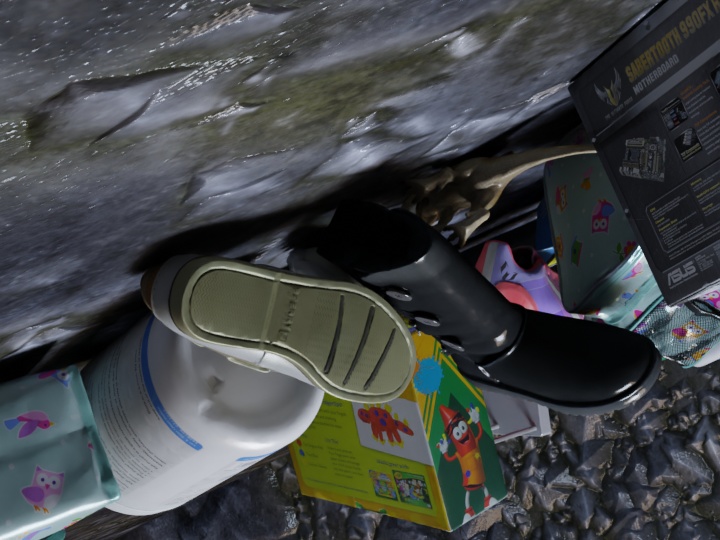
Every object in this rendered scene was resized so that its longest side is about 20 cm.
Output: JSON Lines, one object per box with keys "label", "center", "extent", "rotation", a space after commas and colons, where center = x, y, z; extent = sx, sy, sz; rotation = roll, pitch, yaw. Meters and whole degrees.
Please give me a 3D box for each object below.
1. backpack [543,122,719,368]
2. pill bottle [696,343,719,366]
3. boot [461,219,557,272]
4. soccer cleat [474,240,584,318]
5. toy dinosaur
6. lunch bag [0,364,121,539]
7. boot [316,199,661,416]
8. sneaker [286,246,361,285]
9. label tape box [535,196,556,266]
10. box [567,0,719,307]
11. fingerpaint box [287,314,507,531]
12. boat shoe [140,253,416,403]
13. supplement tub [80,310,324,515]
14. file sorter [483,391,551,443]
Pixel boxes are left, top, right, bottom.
{"label": "backpack", "center": [0.230, -0.048, 1.106], "extent": [0.153, 0.176, 0.200], "rotation": [18, 143, -30]}
{"label": "pill bottle", "center": [0.333, -0.013, 1.543], "extent": [0.104, 0.200, 0.104], "rotation": [-24, 172, -4]}
{"label": "boot", "center": [0.195, 0.022, 1.473], "extent": [0.200, 0.165, 0.066], "rotation": [-23, 156, -5]}
{"label": "soccer cleat", "center": [0.142, 0.014, 1.286], "extent": [0.067, 0.077, 0.200], "rotation": [11, -175, 26]}
{"label": "toy dinosaur", "center": [0.080, -0.061, 1.079], "extent": [0.200, 0.058, 0.101], "rotation": [-22, -169, 49]}
{"label": "lunch bag", "center": [-0.286, 0.156, 1.099], "extent": [0.170, 0.122, 0.200], "rotation": [-17, 174, -32]}
{"label": "boot", "center": [0.088, 0.022, 1.039], "extent": [0.164, 0.066, 0.200], "rotation": [-1, 148, 38]}
{"label": "sneaker", "center": [0.000, 0.000, 1.146], "extent": [0.081, 0.075, 0.200], "rotation": [-33, 179, 7]}
{"label": "label tape box", "center": [0.208, -0.058, 1.379], "extent": [0.199, 0.066, 0.143], "rotation": [-20, 171, -4]}
{"label": "box", "center": [0.214, -0.082, 0.905], "extent": [0.048, 0.159, 0.200], "rotation": [-18, 169, -25]}
{"label": "fingerpaint box", "center": [0.015, 0.112, 1.295], "extent": [0.073, 0.167, 0.200], "rotation": [-25, -164, -35]}
{"label": "boat shoe", "center": [-0.050, 0.031, 0.999], "extent": [0.200, 0.075, 0.068], "rotation": [25, 173, -39]}
{"label": "supplement tub", "center": [-0.125, 0.092, 1.118], "extent": [0.132, 0.132, 0.200], "rotation": [-18, 171, -38]}
{"label": "file sorter", "center": [0.051, 0.089, 1.417], "extent": [0.124, 0.139, 0.200], "rotation": [-10, -176, -41]}
